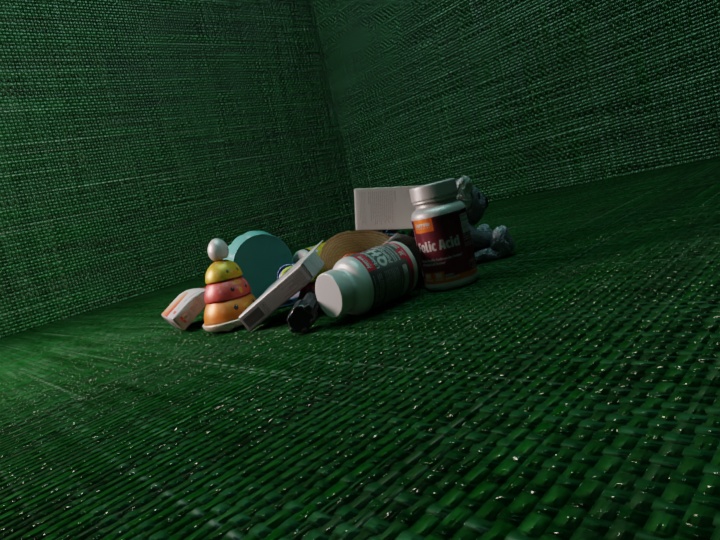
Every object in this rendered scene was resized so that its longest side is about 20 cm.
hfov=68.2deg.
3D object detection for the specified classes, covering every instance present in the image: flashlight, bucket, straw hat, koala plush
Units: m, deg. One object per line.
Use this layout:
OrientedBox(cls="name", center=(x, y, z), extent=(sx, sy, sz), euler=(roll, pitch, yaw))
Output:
OrientedBox(cls="flashlight", center=(-0.107, 0.074, 1.062), extent=(0.066, 0.070, 0.200), euler=(-8, 13, 6))
OrientedBox(cls="bucket", center=(-0.289, -0.013, 1.519), extent=(0.202, 0.213, 0.134), euler=(-16, 9, -20))
OrientedBox(cls="straw hat", center=(0.000, 0.000, 1.270), extent=(0.195, 0.203, 0.087), euler=(-13, 48, 8))
OrientedBox(cls="koala plush", center=(0.251, -0.125, 1.285), extent=(0.178, 0.206, 0.177), euler=(-14, 7, -2))

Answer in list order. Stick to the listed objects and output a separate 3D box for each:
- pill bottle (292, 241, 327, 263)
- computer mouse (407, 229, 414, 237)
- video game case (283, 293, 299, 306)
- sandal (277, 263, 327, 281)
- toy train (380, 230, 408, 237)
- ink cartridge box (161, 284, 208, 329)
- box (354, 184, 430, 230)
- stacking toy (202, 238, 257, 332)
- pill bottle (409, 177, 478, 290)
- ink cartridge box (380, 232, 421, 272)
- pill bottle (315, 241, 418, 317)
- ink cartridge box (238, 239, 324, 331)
OrientedBox(cls="pill bottle", center=(-0.091, -0.027, 1.556), extent=(0.197, 0.116, 0.111), euler=(-20, 10, -36))
OrientedBox(cls="computer mouse", center=(0.109, -0.055, 1.368), extent=(0.138, 0.047, 0.200), euler=(-10, -27, -47))
OrientedBox(cls="video game case", center=(-0.218, 0.080, 1.382), extent=(0.194, 0.018, 0.143), euler=(-15, 8, -4))
OrientedBox(cls="sandal", center=(-0.134, 0.012, 1.353), extent=(0.196, 0.082, 0.086), euler=(4, 2, -40))
OrientedBox(cls="toy train", center=(0.050, -0.066, 1.430), extent=(0.196, 0.088, 0.115), euler=(-1, -44, -43))
OrientedBox(cls="ink cartridge box", center=(-0.428, 0.059, 1.397), extent=(0.202, 0.050, 0.161), euler=(-56, 24, -19))
OrientedBox(cls="box", center=(0.089, -0.151, 1.278), extent=(0.194, 0.101, 0.124), euler=(-2, 7, 7))
OrientedBox(cls="stacking toy", center=(-0.313, 0.029, 1.221), extent=(0.142, 0.206, 0.146), euler=(-13, 7, 2))
OrientedBox(cls="pill bottle", center=(0.163, -0.073, 1.063), extent=(0.111, 0.206, 0.114), euler=(-13, 7, 2))
OrientedBox(cls="ink cartridge box", center=(0.100, -0.049, 1.187), extent=(0.196, 0.051, 0.161), euler=(9, -31, -37))
OrientedBox(cls="pill bottle", center=(0.011, 0.020, 1.023), extent=(0.197, 0.114, 0.109), euler=(-20, 10, -40))
OrientedBox(cls="ink cartridge box", center=(-0.158, 0.030, 1.161), extent=(0.199, 0.044, 0.174), euler=(-39, 6, 21))
